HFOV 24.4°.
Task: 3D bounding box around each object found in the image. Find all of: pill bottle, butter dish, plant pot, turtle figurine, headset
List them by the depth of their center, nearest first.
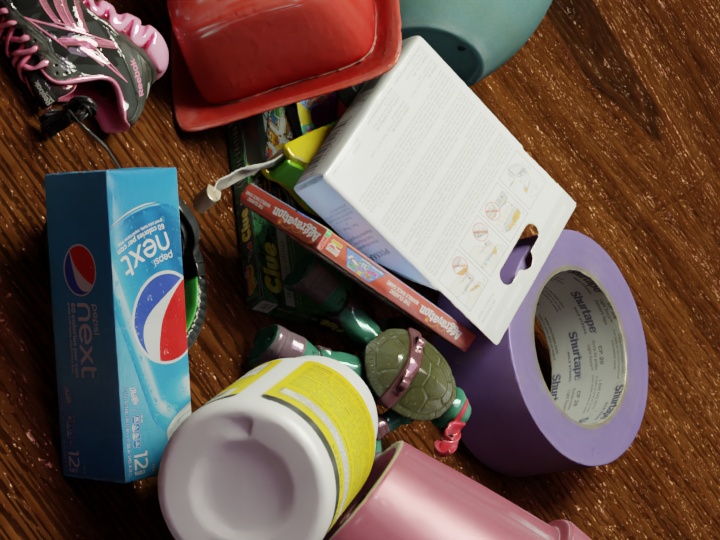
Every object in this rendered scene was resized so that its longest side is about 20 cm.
[{"bbox_3d":[-0.052,0.121,1.104,0.115,0.114,0.200,56,15,0],"label":"pill bottle"},{"bbox_3d":[0.053,0.225,1.161,0.179,0.200,0.200,41,40,-1],"label":"plant pot"},{"bbox_3d":[-0.182,-0.025,1.191,0.123,0.093,0.202,-13,90,-46],"label":"headset"},{"bbox_3d":[0.017,0.081,1.286,0.199,0.100,0.151,37,46,-18],"label":"turtle figurine"},{"bbox_3d":[-0.081,-0.238,1.301,0.148,0.198,0.201,53,27,-55],"label":"butter dish"},{"bbox_3d":[0.071,-0.234,1.415,0.199,0.199,0.136,29,58,-30],"label":"plant pot"}]

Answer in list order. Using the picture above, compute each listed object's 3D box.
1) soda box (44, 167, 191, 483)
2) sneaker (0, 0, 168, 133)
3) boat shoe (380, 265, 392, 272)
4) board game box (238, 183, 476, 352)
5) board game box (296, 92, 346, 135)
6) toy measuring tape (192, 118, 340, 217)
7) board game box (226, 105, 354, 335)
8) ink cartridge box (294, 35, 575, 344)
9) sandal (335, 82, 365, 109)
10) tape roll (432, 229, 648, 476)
[{"bbox_3d":[-0.159,0.034,1.098,0.064,0.067,0.202,-8,96,-48],"label":"soda box"},{"bbox_3d":[-0.233,-0.170,1.227,0.199,0.079,0.096,30,57,-28],"label":"sneaker"},{"bbox_3d":[0.075,-0.032,1.450,0.064,0.071,0.200,55,37,1],"label":"boat shoe"},{"bbox_3d":[0.000,0.000,1.285,0.200,0.103,0.020,35,86,-45],"label":"board game box"},{"bbox_3d":[0.029,-0.133,1.443,0.200,0.039,0.159,-33,97,-49],"label":"board game box"},{"bbox_3d":[-0.047,-0.065,1.315,0.199,0.073,0.074,-31,88,-47],"label":"toy measuring tape"},{"bbox_3d":[-0.057,-0.049,1.360,0.104,0.023,0.202,20,51,-40],"label":"board game box"},{"bbox_3d":[0.063,-0.060,1.327,0.200,0.057,0.163,46,58,-21],"label":"ink cartridge box"},{"bbox_3d":[0.059,-0.100,1.384,0.201,0.048,0.076,46,28,-13],"label":"sandal"},{"bbox_3d":[0.156,0.071,1.415,0.199,0.084,0.202,16,68,-44],"label":"tape roll"}]
